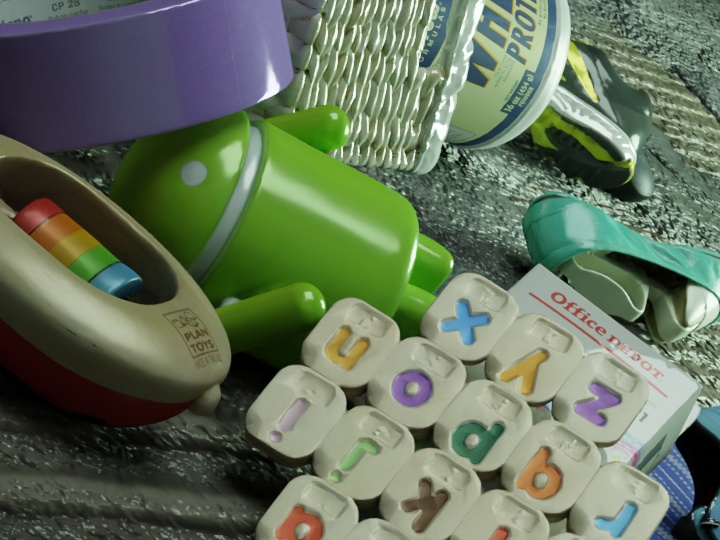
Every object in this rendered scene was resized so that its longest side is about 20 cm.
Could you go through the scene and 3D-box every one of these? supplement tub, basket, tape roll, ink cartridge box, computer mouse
[{"bbox_3d":[0.029,-0.174,1.943,0.200,0.145,0.145,17,27,-37],"label":"supplement tub"},{"bbox_3d":[-0.044,-0.178,1.724,0.200,0.199,0.161,26,18,32],"label":"basket"},{"bbox_3d":[-0.139,-0.118,1.527,0.200,0.066,0.200,-8,14,2],"label":"tape roll"},{"bbox_3d":[0.096,0.077,1.497,0.117,0.067,0.200,37,50,15],"label":"ink cartridge box"},{"bbox_3d":[0.157,-0.123,2.176,0.200,0.034,0.059,45,24,26],"label":"computer mouse"}]

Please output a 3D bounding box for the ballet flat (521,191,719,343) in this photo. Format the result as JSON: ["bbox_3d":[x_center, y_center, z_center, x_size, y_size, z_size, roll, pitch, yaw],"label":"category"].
[{"bbox_3d":[0.191,0.012,1.922,0.200,0.067,0.071,22,49,-30],"label":"ballet flat"}]

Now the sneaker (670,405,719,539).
[{"bbox_3d":[0.208,0.164,1.556,0.090,0.078,0.200,8,56,-22],"label":"sneaker"}]

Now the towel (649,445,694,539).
[{"bbox_3d":[0.148,0.117,1.616,0.200,0.024,0.145,7,36,-52],"label":"towel"}]

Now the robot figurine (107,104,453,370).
[{"bbox_3d":[-0.049,-0.014,1.530,0.200,0.116,0.176,28,41,-18],"label":"robot figurine"}]

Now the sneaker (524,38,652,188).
[{"bbox_3d":[0.132,-0.146,2.107,0.200,0.074,0.085,43,49,-5],"label":"sneaker"}]

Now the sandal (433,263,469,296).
[{"bbox_3d":[0.000,0.001,1.690,0.200,0.043,0.076,32,28,-30],"label":"sandal"}]

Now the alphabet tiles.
[{"bbox_3d":[0.047,0.097,1.411,0.200,0.015,0.196,32,60,12],"label":"alphabet tiles"}]

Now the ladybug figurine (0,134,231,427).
[{"bbox_3d":[-0.149,0.010,1.393,0.200,0.072,0.136,42,23,17],"label":"ladybug figurine"}]
